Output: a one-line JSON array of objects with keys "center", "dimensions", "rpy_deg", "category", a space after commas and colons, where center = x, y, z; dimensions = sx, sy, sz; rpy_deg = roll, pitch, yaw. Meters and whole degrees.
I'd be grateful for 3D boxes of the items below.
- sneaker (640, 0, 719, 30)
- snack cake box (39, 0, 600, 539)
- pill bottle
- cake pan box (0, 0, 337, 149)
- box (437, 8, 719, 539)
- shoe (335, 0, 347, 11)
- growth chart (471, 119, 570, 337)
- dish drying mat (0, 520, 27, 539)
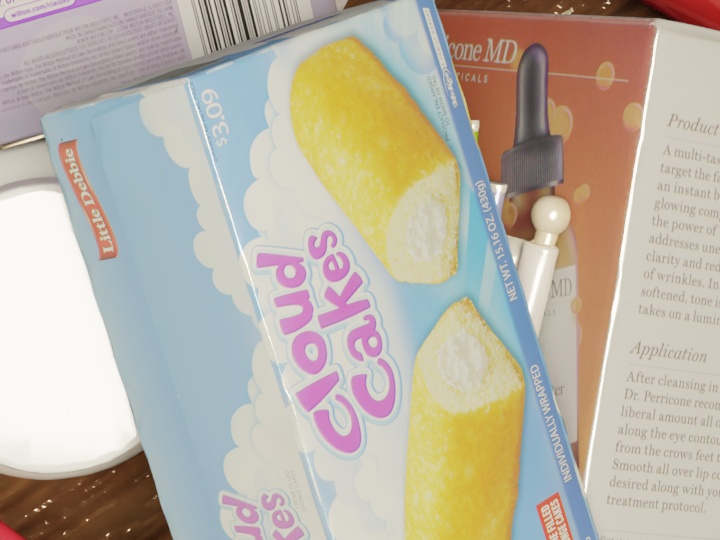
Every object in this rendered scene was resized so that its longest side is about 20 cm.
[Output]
[{"center": [0.061, -0.117, 0.923], "dimensions": [0.200, 0.078, 0.116], "rpy_deg": [34, 59, 5], "category": "sneaker"}, {"center": [-0.007, 0.028, 0.766], "dimensions": [0.115, 0.067, 0.200], "rpy_deg": [-26, 102, -47], "category": "snack cake box"}, {"center": [-0.106, 0.011, 0.865], "dimensions": [0.114, 0.200, 0.114], "rpy_deg": [-1, 94, -8], "category": "pill bottle"}, {"center": [-0.112, -0.129, 0.779], "dimensions": [0.200, 0.052, 0.184], "rpy_deg": [-18, 129, -4], "category": "cake pan box"}, {"center": [0.082, 0.015, 0.899], "dimensions": [0.106, 0.152, 0.200], "rpy_deg": [8, 92, -33], "category": "box"}, {"center": [-0.036, -0.177, 0.869], "dimensions": [0.071, 0.091, 0.200], "rpy_deg": [-4, 116, -9], "category": "shoe"}, {"center": [0.000, 0.000, 0.896], "dimensions": [0.018, 0.200, 0.145], "rpy_deg": [7, 104, -39], "category": "growth chart"}, {"center": [-0.153, 0.111, 0.882], "dimensions": [0.018, 0.200, 0.077], "rpy_deg": [21, 94, -44], "category": "dish drying mat"}]
